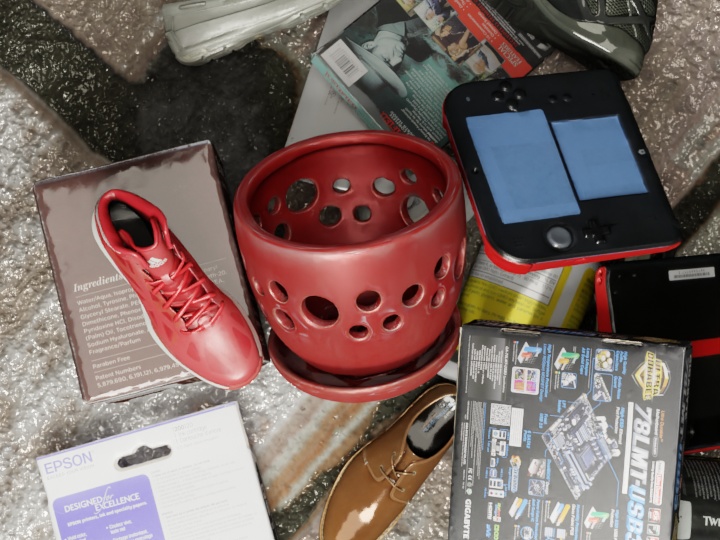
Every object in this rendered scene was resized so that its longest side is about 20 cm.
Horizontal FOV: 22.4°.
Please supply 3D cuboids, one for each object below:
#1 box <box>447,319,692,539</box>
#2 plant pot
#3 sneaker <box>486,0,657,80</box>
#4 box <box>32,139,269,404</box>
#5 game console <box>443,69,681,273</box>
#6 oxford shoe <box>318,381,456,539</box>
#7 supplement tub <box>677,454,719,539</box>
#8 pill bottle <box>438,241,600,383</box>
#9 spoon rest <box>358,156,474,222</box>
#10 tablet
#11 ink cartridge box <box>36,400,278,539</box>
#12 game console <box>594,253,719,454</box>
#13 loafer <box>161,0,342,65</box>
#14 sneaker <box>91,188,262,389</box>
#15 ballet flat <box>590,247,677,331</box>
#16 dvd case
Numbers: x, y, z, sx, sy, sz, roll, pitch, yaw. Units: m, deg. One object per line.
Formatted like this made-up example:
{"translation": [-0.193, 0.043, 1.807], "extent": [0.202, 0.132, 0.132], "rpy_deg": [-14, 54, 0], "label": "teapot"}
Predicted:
{"translation": [0.179, 0.151, 1.565], "extent": [0.197, 0.050, 0.201], "rpy_deg": [4, 95, 18], "label": "box"}
{"translation": [0.000, 0.000, 1.595], "extent": [0.199, 0.201, 0.183], "rpy_deg": [-12, 125, -3], "label": "plant pot"}
{"translation": [0.195, -0.273, 1.705], "extent": [0.199, 0.076, 0.115], "rpy_deg": [28, 73, -10], "label": "sneaker"}
{"translation": [-0.184, 0.007, 1.636], "extent": [0.163, 0.166, 0.201], "rpy_deg": [-14, 87, -2], "label": "box"}
{"translation": [0.175, -0.092, 1.611], "extent": [0.176, 0.031, 0.201], "rpy_deg": [-10, 58, -11], "label": "game console"}
{"translation": [0.029, 0.184, 1.679], "extent": [0.071, 0.071, 0.200], "rpy_deg": [37, 87, 0], "label": "oxford shoe"}
{"translation": [0.312, 0.230, 1.650], "extent": [0.199, 0.122, 0.123], "rpy_deg": [5, 86, -10], "label": "supplement tub"}
{"translation": [0.153, 0.022, 1.672], "extent": [0.114, 0.114, 0.201], "rpy_deg": [24, 86, 0], "label": "pill bottle"}
{"translation": [0.091, -0.083, 1.709], "extent": [0.199, 0.061, 0.100], "rpy_deg": [-27, 71, 8], "label": "spoon rest"}
{"translation": [0.012, -0.163, 1.704], "extent": [0.129, 0.014, 0.201], "rpy_deg": [16, 71, 2], "label": "tablet"}
{"translation": [-0.180, 0.242, 1.681], "extent": [0.197, 0.043, 0.201], "rpy_deg": [-15, 88, -3], "label": "ink cartridge box"}
{"translation": [0.298, 0.076, 1.634], "extent": [0.199, 0.031, 0.178], "rpy_deg": [-5, 86, -31], "label": "game console"}
{"translation": [-0.091, -0.257, 1.704], "extent": [0.199, 0.070, 0.070], "rpy_deg": [-22, 91, 1], "label": "loafer"}
{"translation": [-0.157, 0.017, 1.495], "extent": [0.078, 0.116, 0.200], "rpy_deg": [-43, 88, -4], "label": "sneaker"}
{"translation": [0.245, 0.023, 1.664], "extent": [0.068, 0.068, 0.201], "rpy_deg": [1, 58, 22], "label": "ballet flat"}
{"translation": [0.071, -0.204, 1.703], "extent": [0.200, 0.022, 0.146], "rpy_deg": [-42, 88, -23], "label": "dvd case"}
